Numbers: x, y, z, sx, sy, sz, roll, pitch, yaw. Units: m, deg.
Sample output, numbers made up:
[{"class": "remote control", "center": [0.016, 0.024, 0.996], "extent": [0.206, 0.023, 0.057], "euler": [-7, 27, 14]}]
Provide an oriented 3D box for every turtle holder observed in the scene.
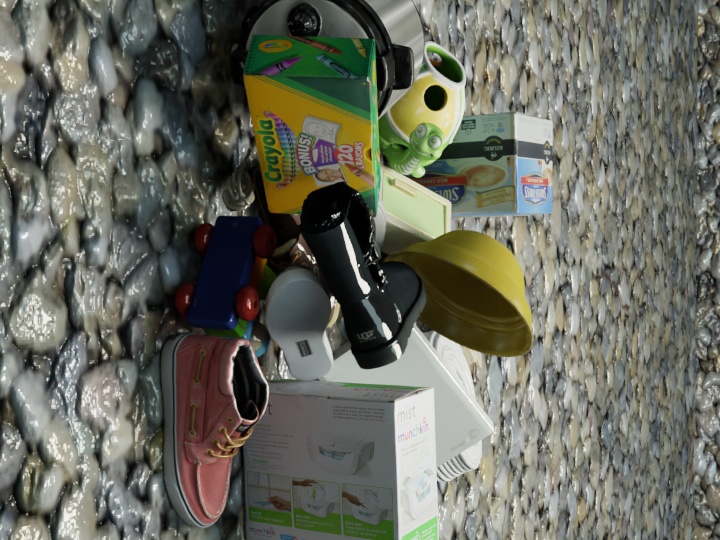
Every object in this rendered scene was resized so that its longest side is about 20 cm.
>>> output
[{"class": "turtle holder", "center": [0.059, -0.202, 1.203], "extent": [0.141, 0.132, 0.186], "euler": [43, 34, -1]}]

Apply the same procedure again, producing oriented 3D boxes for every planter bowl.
[{"class": "planter bowl", "center": [0.131, 0.011, 1.162], "extent": [0.084, 0.199, 0.201], "euler": [-57, 137, -22]}]

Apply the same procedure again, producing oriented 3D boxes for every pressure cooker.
[{"class": "pressure cooker", "center": [-0.036, -0.231, 1.054], "extent": [0.179, 0.176, 0.200], "euler": [47, 30, -6]}]

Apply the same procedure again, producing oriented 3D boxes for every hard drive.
[{"class": "hard drive", "center": [0.054, 0.156, 1.191], "extent": [0.200, 0.131, 0.026], "euler": [51, 13, -20]}]

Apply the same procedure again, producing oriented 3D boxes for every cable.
[{"class": "cable", "center": [0.111, 0.181, 1.326], "extent": [0.200, 0.069, 0.201], "euler": [-19, 91, -74]}]

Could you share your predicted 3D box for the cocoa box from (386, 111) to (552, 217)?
[{"class": "cocoa box", "center": [0.149, -0.139, 1.342], "extent": [0.133, 0.199, 0.132], "euler": [-5, 94, -58]}]

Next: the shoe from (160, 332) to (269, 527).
[{"class": "shoe", "center": [-0.142, 0.162, 0.972], "extent": [0.071, 0.090, 0.202], "euler": [-14, 102, -57]}]

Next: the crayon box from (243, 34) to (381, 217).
[{"class": "crayon box", "center": [-0.042, -0.139, 0.973], "extent": [0.201, 0.118, 0.059], "euler": [85, 10, -54]}]

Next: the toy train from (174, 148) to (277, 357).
[{"class": "toy train", "center": [-0.117, -0.013, 1.036], "extent": [0.116, 0.084, 0.201], "euler": [62, 35, -57]}]

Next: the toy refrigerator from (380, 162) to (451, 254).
[{"class": "toy refrigerator", "center": [0.022, -0.080, 1.193], "extent": [0.199, 0.070, 0.076], "euler": [25, 57, -34]}]

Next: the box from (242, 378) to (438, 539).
[{"class": "box", "center": [-0.025, 0.213, 1.059], "extent": [0.096, 0.199, 0.178], "euler": [-5, 93, -58]}]

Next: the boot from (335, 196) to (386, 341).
[{"class": "boot", "center": [0.000, 0.000, 1.140], "extent": [0.201, 0.073, 0.096], "euler": [92, -11, -53]}]

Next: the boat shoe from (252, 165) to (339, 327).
[{"class": "boat shoe", "center": [-0.079, -0.026, 1.103], "extent": [0.072, 0.072, 0.202], "euler": [-22, 104, -49]}]

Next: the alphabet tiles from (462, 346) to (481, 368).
[{"class": "alphabet tiles", "center": [0.152, 0.040, 1.453], "extent": [0.201, 0.014, 0.196], "euler": [-84, 154, -52]}]

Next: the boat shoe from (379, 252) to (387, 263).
[{"class": "boat shoe", "center": [0.033, 0.021, 1.275], "extent": [0.065, 0.073, 0.201], "euler": [40, 47, -40]}]

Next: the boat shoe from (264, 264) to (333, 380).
[{"class": "boat shoe", "center": [-0.062, 0.044, 1.036], "extent": [0.200, 0.069, 0.067], "euler": [77, -1, -57]}]

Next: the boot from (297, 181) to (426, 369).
[{"class": "boot", "center": [0.004, -0.016, 1.005], "extent": [0.200, 0.076, 0.169], "euler": [-69, 141, -65]}]
